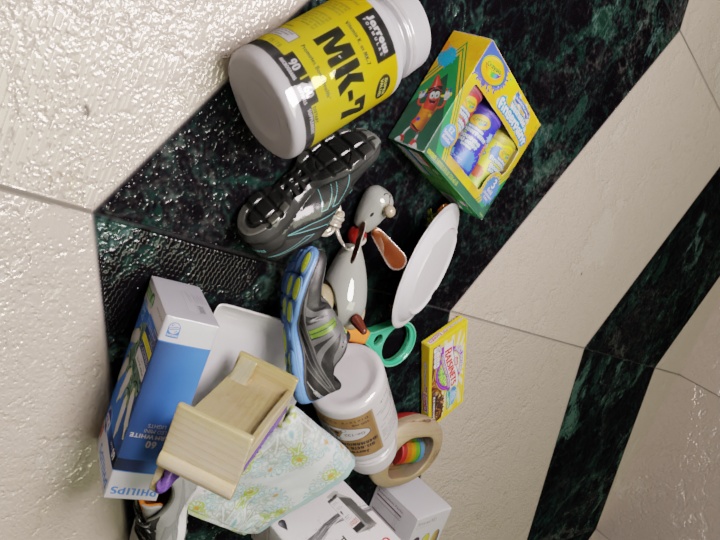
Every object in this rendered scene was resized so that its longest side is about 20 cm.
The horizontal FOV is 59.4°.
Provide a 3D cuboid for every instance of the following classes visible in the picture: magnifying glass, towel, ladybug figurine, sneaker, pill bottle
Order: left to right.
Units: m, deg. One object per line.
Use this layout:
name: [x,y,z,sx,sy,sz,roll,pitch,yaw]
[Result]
sneaker: [-0.239,0.280,0.742,0.079,0.074,0.203,-9,132,-57]
towel: [-0.122,0.274,0.842,0.198,0.049,0.172,-35,137,5]
sneaker: [-0.055,-0.090,0.741,0.199,0.075,0.080,-38,143,-9]
sneaker: [-0.054,0.065,0.776,0.081,0.071,0.205,-8,112,-19]
pill bottle: [-0.027,-0.213,0.653,0.199,0.113,0.116,-38,136,-23]
pill bottle: [-0.003,0.212,0.933,0.114,0.114,0.202,-38,139,-22]
magnifying glass: [0.020,0.103,0.963,0.198,0.022,0.081,19,99,-47]
ladybug figurine: [0.069,0.304,1.097,0.198,0.071,0.138,18,101,-49]

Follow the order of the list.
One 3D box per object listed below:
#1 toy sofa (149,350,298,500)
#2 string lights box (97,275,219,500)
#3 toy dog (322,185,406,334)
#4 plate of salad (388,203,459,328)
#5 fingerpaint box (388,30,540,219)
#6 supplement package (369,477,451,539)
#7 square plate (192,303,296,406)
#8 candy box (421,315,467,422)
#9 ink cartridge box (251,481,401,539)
toy sofa: [-0.137,0.169,0.674,0.200,0.081,0.100,-46,159,-80]
string lights box: [-0.216,0.122,0.663,0.058,0.103,0.204,16,102,-31]
toy dog: [0.000,0.000,0.822,0.130,0.096,0.204,-13,122,-41]
plate of salad: [0.091,-0.010,0.941,0.201,0.047,0.202,-52,159,-29]
fingerpaint box: [0.152,-0.194,0.877,0.169,0.073,0.199,-57,140,-2]
supplement package: [0.069,0.507,1.192,0.112,0.109,0.204,5,110,-47]
square plate: [-0.150,0.145,0.810,0.196,0.028,0.203,19,99,-49]
candy box: [0.151,0.187,1.146,0.101,0.026,0.204,-31,133,-34]
ink cartridge box: [-0.051,0.398,0.932,0.145,0.199,0.085,-19,126,-37]
